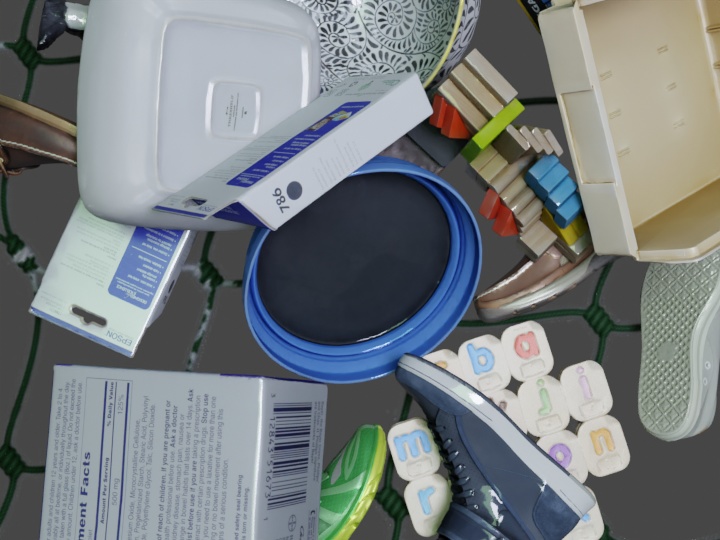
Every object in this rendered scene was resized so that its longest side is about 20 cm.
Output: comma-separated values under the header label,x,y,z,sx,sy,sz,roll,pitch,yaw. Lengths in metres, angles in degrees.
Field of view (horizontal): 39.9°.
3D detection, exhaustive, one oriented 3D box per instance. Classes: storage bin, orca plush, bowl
label,x,y,z,sx,sy,sz,roll,pitch,yaw
storage bin,0.248,-0.133,0.748,0.198,0.093,0.202,-27,108,-30
orca plush,-0.174,-0.172,0.848,0.198,0.106,0.072,4,124,-22
bowl,0.034,-0.229,0.834,0.200,0.094,0.203,6,99,42
bowl,-0.114,-0.128,0.778,0.198,0.074,0.202,0,98,-35
bowl,0.000,0.000,0.802,0.199,0.039,0.202,-9,124,-14

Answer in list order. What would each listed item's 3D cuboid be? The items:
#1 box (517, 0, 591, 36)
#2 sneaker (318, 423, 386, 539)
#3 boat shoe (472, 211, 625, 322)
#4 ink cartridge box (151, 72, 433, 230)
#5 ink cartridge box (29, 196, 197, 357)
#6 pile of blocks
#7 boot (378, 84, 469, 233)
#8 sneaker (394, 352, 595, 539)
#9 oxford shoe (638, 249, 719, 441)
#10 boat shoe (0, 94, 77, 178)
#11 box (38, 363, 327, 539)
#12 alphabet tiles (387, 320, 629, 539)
label,x,y,z,sx,sy,sz,roll,pitch,yaw
box,0.148,-0.311,0.778,0.160,0.049,0.201,-43,101,-24
sneaker,-0.052,0.202,0.818,0.083,0.074,0.200,41,85,-2
boat shoe,0.175,-0.023,0.851,0.199,0.076,0.072,-30,83,-13
ink cartridge box,-0.049,-0.080,0.726,0.199,0.099,0.039,-36,115,-22
ink cartridge box,-0.193,-0.036,0.845,0.099,0.039,0.201,24,83,0
pile of blocks,0.115,-0.069,0.756,0.062,0.082,0.200,-43,113,-9
boot,0.027,-0.084,0.855,0.200,0.097,0.075,-39,94,19
sneaker,0.075,0.177,0.808,0.202,0.077,0.146,42,83,-1
oxford shoe,0.282,0.050,0.855,0.058,0.075,0.202,23,72,-41
boat shoe,-0.301,-0.113,0.829,0.199,0.070,0.071,21,85,21
box,-0.137,0.170,0.766,0.198,0.105,0.186,1,84,26
alphabet tiles,0.128,0.153,0.858,0.198,0.015,0.197,-18,87,-3
